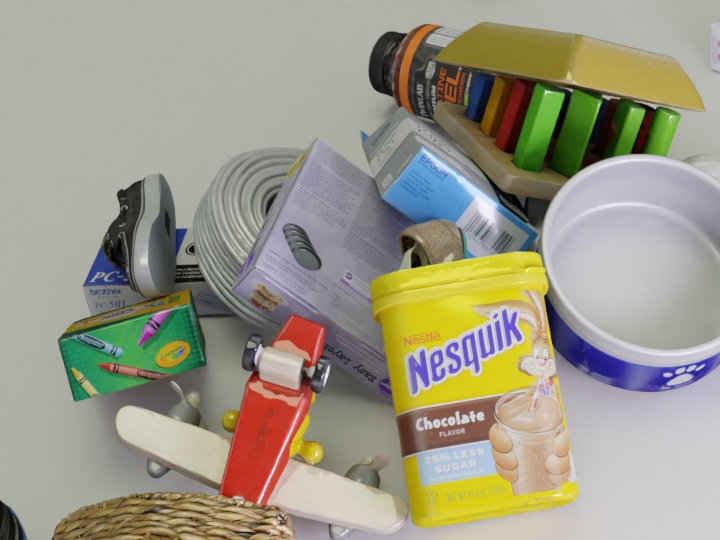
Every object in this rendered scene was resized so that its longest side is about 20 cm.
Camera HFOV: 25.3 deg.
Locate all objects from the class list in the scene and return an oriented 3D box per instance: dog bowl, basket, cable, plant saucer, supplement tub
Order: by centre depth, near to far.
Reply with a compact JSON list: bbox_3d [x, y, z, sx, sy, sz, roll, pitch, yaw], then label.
[{"bbox_3d":[-0.145,0.263,1.199,0.197,0.144,0.150,-3,38,11],"label":"basket"},{"bbox_3d":[0.251,0.002,1.416,0.197,0.079,0.202,1,61,-3],"label":"dog bowl"},{"bbox_3d":[-0.061,-0.029,1.543,0.198,0.069,0.201,17,45,-16],"label":"cable"},{"bbox_3d":[0.208,-0.202,1.568,0.198,0.049,0.199,6,9,-39],"label":"plant saucer"},{"bbox_3d":[0.107,-0.209,1.756,0.198,0.108,0.107,17,46,33],"label":"supplement tub"}]

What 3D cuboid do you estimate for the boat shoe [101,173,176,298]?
[{"bbox_3d":[-0.222,-0.031,1.577,0.066,0.070,0.201,-16,34,5],"label":"boat shoe"}]

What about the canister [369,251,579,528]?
[{"bbox_3d":[0.094,0.099,1.312,0.147,0.087,0.202,-9,76,0],"label":"canister"}]

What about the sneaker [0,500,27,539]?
[{"bbox_3d":[-0.356,0.259,1.308,0.070,0.083,0.200,17,47,32],"label":"sneaker"}]

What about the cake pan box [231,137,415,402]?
[{"bbox_3d":[0.000,0.000,1.470,0.199,0.052,0.185,34,48,-13],"label":"cake pan box"}]

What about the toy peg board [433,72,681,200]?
[{"bbox_3d":[0.204,-0.144,1.570,0.198,0.099,0.199,9,23,-23],"label":"toy peg board"}]

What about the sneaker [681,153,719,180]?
[{"bbox_3d":[0.360,-0.042,1.508,0.199,0.074,0.115,20,45,32],"label":"sneaker"}]

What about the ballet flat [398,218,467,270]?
[{"bbox_3d":[0.063,0.054,1.400,0.067,0.068,0.202,1,72,-28],"label":"ballet flat"}]

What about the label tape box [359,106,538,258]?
[{"bbox_3d":[0.080,-0.086,1.531,0.066,0.143,0.200,-50,19,15],"label":"label tape box"}]

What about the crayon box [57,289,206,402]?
[{"bbox_3d":[-0.203,0.065,1.453,0.117,0.059,0.200,-16,4,-5],"label":"crayon box"}]

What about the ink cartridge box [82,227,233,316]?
[{"bbox_3d":[-0.170,0.000,1.614,0.197,0.045,0.094,-2,37,12],"label":"ink cartridge box"}]

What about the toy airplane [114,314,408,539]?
[{"bbox_3d":[-0.082,0.163,1.338,0.198,0.141,0.201,-27,76,-4],"label":"toy airplane"}]

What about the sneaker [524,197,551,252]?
[{"bbox_3d":[0.200,-0.022,1.521,0.098,0.075,0.201,-2,39,12],"label":"sneaker"}]

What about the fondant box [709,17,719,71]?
[{"bbox_3d":[0.500,-0.248,1.743,0.144,0.059,0.199,-36,43,-28],"label":"fondant box"}]
